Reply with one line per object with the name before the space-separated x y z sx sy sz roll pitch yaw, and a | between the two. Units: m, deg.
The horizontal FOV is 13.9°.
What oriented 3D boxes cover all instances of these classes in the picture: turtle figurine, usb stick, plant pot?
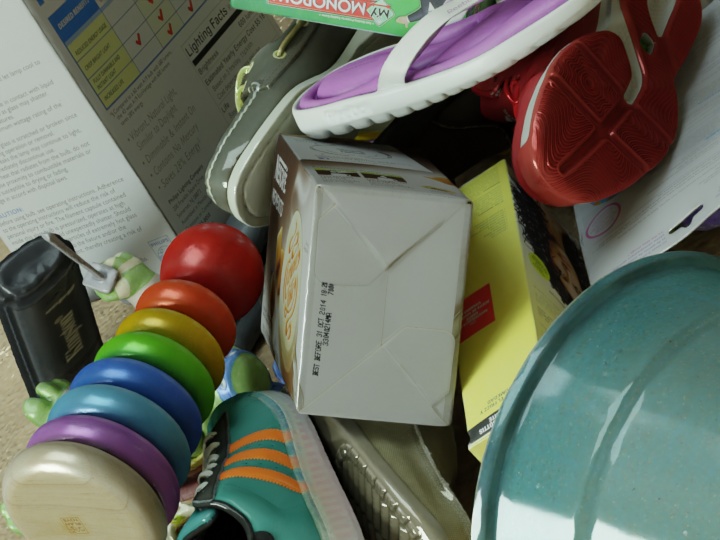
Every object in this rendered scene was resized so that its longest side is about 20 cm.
turtle figurine | -0.151 0.070 1.605 0.194 0.200 0.144 -35 70 52
usb stick | -0.177 0.032 1.699 0.055 0.200 0.033 -38 73 -12
plant pot | 0.181 0.108 1.161 0.196 0.200 0.200 16 64 48

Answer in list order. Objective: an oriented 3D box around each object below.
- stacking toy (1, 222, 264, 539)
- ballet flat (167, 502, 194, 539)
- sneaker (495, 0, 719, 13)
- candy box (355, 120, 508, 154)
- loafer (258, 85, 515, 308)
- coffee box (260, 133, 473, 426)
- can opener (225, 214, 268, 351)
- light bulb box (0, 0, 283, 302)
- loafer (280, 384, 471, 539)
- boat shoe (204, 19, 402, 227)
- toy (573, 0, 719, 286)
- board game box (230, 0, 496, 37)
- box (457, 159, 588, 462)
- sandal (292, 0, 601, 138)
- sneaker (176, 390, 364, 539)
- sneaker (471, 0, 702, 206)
stacking toy | -0.104 0.054 1.483 0.085 0.085 0.200 -17 34 38
ballet flat | -0.057 0.178 1.467 0.076 0.064 0.200 -44 31 2
sneaker | 0.177 -0.181 1.629 0.199 0.081 0.115 -23 32 19
candy box | 0.056 -0.145 1.735 0.102 0.026 0.200 2 48 17
loafer | 0.019 -0.034 1.630 0.200 0.071 0.073 -47 0 27
coffee box | 0.000 0.000 1.496 0.200 0.080 0.114 -122 38 -77
can opener | -0.033 -0.039 1.716 0.067 0.053 0.200 -4 50 49
light bulb box | -0.152 -0.118 1.768 0.125 0.200 0.198 -19 22 35
loafer | 0.019 0.101 1.452 0.068 0.076 0.200 -11 28 -18
boat shoe | -0.032 -0.099 1.652 0.060 0.072 0.202 17 48 26
toy | 0.164 -0.056 1.510 0.115 0.047 0.200 -38 26 16
board game box | 0.022 -0.181 1.673 0.135 0.029 0.200 11 26 14
box | 0.083 0.033 1.470 0.050 0.075 0.200 -32 33 19
sandal | 0.040 -0.122 1.514 0.203 0.050 0.082 -24 20 30
sneaker | -0.057 0.116 1.441 0.080 0.071 0.200 -5 24 -15
sneaker | 0.102 -0.079 1.518 0.116 0.078 0.200 -34 13 41
